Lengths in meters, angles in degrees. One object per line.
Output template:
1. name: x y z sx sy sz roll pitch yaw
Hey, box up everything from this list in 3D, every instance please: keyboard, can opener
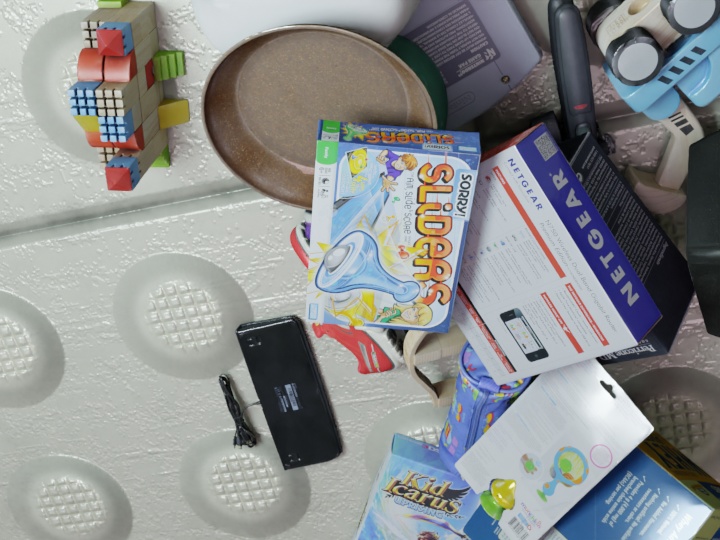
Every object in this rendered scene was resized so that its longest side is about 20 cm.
1. keyboard: -0.103 0.148 1.311 0.126 0.021 0.201 -12 114 8
2. can opener: 0.200 -0.162 1.060 0.078 0.063 0.201 -15 129 -5

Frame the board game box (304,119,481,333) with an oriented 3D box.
1. board game box: 0.024 -0.033 0.974 0.135 0.035 0.201 4 130 -1

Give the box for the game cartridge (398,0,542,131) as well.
1. game cartridge: 0.067 -0.200 1.093 0.199 0.042 0.133 -27 115 20

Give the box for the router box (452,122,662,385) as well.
1. router box: 0.141 -0.006 1.002 0.179 0.049 0.200 -24 101 50

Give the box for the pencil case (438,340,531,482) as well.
1. pencil case: 0.131 0.153 1.207 0.078 0.087 0.200 13 139 6

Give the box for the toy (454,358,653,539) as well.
1. toy: 0.195 0.175 1.123 0.200 0.047 0.115 -50 63 24

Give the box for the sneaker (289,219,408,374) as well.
1. sneaker: -0.024 0.038 1.211 0.085 0.077 0.200 -26 111 25

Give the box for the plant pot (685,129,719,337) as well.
1. plant pot: 0.397 -0.034 1.026 0.177 0.200 0.200 -5 144 25

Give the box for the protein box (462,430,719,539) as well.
1. protein box: 0.257 0.263 1.171 0.135 0.200 0.199 19 107 -51

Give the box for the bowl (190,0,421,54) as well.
1. bowl: -0.037 -0.236 0.993 0.199 0.200 0.075 -3 115 11

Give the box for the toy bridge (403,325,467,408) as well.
1. toy bridge: 0.080 0.080 1.193 0.067 0.027 0.200 -14 140 -10

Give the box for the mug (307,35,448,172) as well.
1. mug: -0.010 -0.130 1.057 0.185 0.115 0.152 -27 111 20

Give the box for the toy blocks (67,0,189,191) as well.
1. toy blocks: -0.237 -0.170 1.094 0.099 0.137 0.201 2 118 7

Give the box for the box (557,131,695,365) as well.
1. box: 0.205 -0.011 1.096 0.200 0.107 0.148 47 144 -19

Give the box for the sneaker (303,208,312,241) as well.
1. sneaker: 0.000 0.000 1.086 0.080 0.084 0.200 14 164 27

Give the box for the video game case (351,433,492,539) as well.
1. video game case: 0.104 0.306 1.349 0.199 0.045 0.182 18 118 -1

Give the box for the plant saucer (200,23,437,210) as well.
1. plant saucer: -0.033 -0.133 0.948 0.199 0.037 0.201 5 137 5

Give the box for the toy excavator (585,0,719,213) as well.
1. toy excavator: 0.291 -0.167 1.051 0.200 0.100 0.194 36 113 -26
